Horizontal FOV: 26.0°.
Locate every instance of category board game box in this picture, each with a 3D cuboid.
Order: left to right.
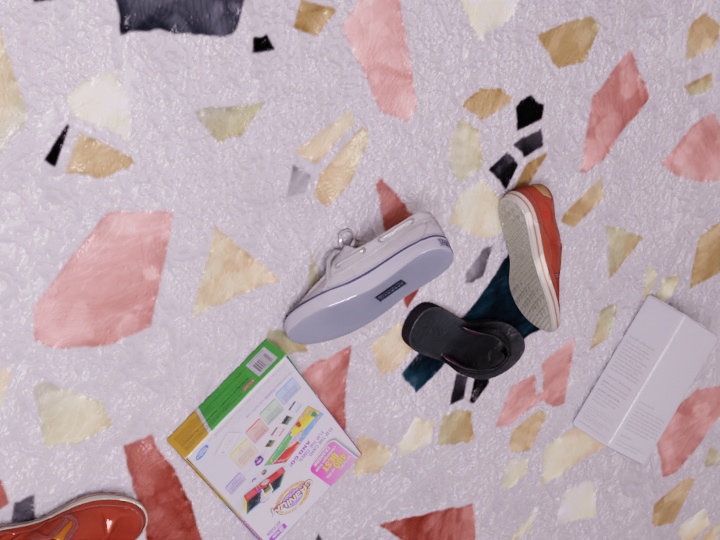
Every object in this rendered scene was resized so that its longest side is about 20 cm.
[{"bbox_3d":[-0.100,0.192,1.688,0.153,0.040,0.200,-45,135,-12],"label":"board game box"}]

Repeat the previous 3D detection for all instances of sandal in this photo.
[{"bbox_3d":[0.128,0.091,1.822,0.200,0.048,0.076,16,103,-44],"label":"sandal"}]

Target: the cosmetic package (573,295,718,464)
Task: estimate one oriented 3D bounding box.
[{"bbox_3d":[0.375,0.144,2.049,0.101,0.074,0.201,29,91,-46],"label":"cosmetic package"}]

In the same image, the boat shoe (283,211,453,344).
[{"bbox_3d":[-0.002,-0.002,1.644,0.201,0.086,0.075,-33,144,18],"label":"boat shoe"}]

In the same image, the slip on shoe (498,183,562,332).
[{"bbox_3d":[0.210,-0.013,1.821,0.061,0.074,0.201,-32,126,-27],"label":"slip on shoe"}]

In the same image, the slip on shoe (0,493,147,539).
[{"bbox_3d":[-0.296,0.274,1.542,0.199,0.061,0.075,-10,118,-38],"label":"slip on shoe"}]
